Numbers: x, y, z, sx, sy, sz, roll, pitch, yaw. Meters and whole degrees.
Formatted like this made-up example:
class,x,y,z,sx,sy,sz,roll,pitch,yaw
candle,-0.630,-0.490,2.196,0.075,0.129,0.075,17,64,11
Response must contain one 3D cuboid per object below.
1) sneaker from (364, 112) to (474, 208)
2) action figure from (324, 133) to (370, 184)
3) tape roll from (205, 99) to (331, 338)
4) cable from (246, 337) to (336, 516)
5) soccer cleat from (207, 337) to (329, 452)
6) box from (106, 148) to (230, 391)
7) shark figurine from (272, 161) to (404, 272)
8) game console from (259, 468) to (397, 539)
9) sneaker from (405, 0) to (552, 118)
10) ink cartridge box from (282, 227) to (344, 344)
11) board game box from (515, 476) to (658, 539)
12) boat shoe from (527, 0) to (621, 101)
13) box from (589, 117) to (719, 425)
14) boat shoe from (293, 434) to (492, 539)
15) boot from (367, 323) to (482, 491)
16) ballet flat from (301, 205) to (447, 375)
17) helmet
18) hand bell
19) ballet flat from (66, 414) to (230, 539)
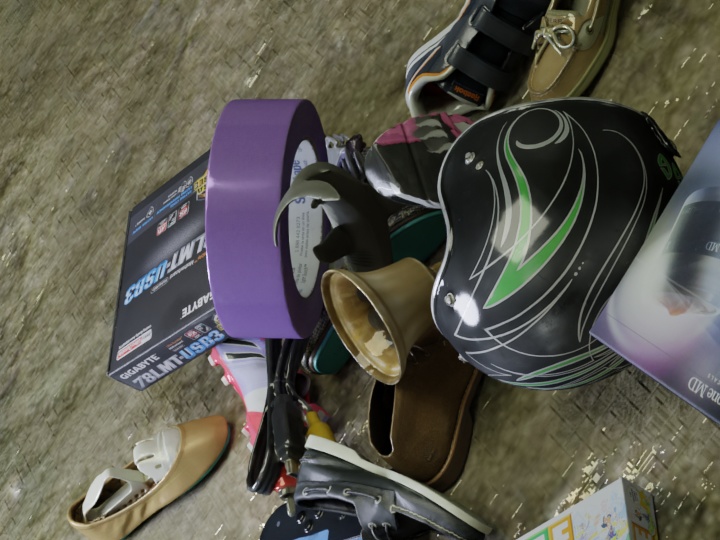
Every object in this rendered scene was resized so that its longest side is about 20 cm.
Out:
class,x,y,z,sx,sy,sz,roll,pitch,yaw
sneaker,0.086,-0.075,1.665,0.086,0.199,0.081,-36,61,53
action figure,0.030,-0.094,1.809,0.200,0.129,0.070,2,91,60
tape roll,-0.075,-0.044,1.727,0.065,0.200,0.201,0,57,10
cable,-0.060,0.120,1.777,0.097,0.050,0.201,-40,39,34
soccer cleat,-0.083,0.098,1.869,0.076,0.067,0.200,-39,37,10
box,-0.157,-0.012,1.940,0.200,0.050,0.199,-32,42,40
shark figurine,-0.002,-0.057,1.673,0.089,0.214,0.129,-11,64,18
game console,-0.028,0.269,1.681,0.176,0.031,0.201,-26,46,43
sneaker,0.110,-0.196,1.810,0.200,0.078,0.080,-47,27,41
ink cartridge box,-0.084,-0.014,1.947,0.117,0.067,0.200,-58,33,6
board game box,0.131,0.252,1.466,0.200,0.034,0.135,-37,39,33
boat shoe,0.186,-0.231,1.742,0.073,0.063,0.201,22,84,58
box,0.287,0.016,1.354,0.199,0.123,0.200,-60,32,4
boat shoe,0.018,0.190,1.615,0.199,0.074,0.066,21,79,39
boot,0.055,0.075,1.676,0.073,0.075,0.201,-25,46,46
ballet flat,0.000,0.000,1.813,0.200,0.068,0.075,-53,48,16
helmet,0.150,-0.010,1.506,0.200,0.199,0.192,-26,54,42
hand bell,0.077,-0.004,1.652,0.199,0.105,0.104,-32,25,-21
ballet flat,-0.206,0.198,1.955,0.200,0.063,0.069,-43,36,26
